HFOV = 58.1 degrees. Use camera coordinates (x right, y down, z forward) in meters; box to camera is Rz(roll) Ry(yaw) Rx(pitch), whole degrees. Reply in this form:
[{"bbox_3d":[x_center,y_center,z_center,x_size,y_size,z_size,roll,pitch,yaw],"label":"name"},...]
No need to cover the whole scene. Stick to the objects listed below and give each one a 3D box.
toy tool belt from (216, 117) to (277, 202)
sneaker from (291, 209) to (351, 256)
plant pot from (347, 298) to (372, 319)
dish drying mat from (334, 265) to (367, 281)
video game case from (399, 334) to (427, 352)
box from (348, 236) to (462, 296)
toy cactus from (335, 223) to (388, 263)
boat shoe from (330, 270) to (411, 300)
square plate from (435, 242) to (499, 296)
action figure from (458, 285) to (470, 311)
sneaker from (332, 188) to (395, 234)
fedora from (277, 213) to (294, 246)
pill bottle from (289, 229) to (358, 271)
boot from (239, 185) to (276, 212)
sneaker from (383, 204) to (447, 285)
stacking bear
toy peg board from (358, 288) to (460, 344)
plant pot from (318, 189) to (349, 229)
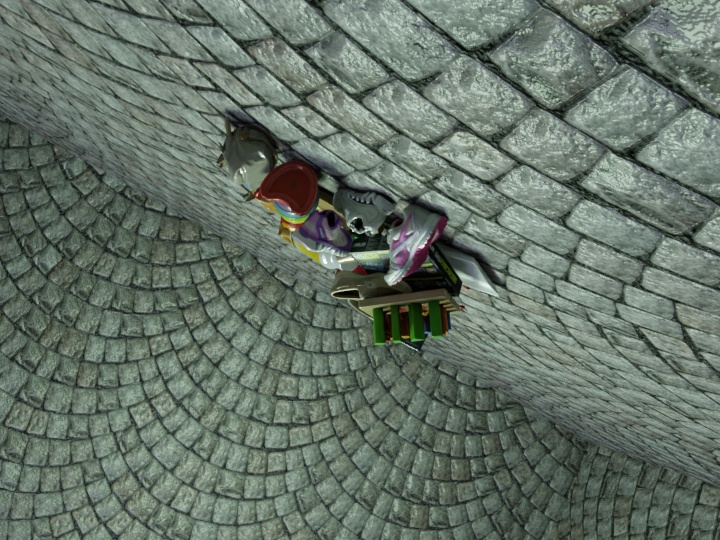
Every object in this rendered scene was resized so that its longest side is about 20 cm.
[{"bbox_3d":[-0.245,-0.244,1.398,0.124,0.124,0.200,58,173,12],"label":"toy tool belt"},{"bbox_3d":[-0.066,-0.088,1.420,0.080,0.089,0.199,35,-167,23],"label":"sneaker"},{"bbox_3d":[0.091,0.049,1.721,0.198,0.175,0.200,27,168,6],"label":"plant pot"},{"bbox_3d":[0.000,0.000,1.701,0.018,0.077,0.199,36,162,-30],"label":"dish drying mat"},{"bbox_3d":[0.146,0.108,1.810,0.142,0.202,0.019,24,165,21],"label":"video game case"},{"bbox_3d":[0.103,-0.007,1.458,0.198,0.048,0.193,-3,142,37],"label":"box"},{"bbox_3d":[0.017,-0.046,1.564,0.163,0.103,0.200,-18,137,26],"label":"toy cactus"},{"bbox_3d":[0.023,0.046,1.489,0.198,0.066,0.072,7,151,28],"label":"boat shoe"},{"bbox_3d":[0.212,-0.015,1.493,0.198,0.029,0.198,22,168,35],"label":"square plate"},{"bbox_3d":[0.241,0.060,1.647,0.098,0.066,0.200,22,-176,4],"label":"action figure"},{"bbox_3d":[-0.010,-0.125,1.389,0.075,0.082,0.199,31,172,-31],"label":"sneaker"},{"bbox_3d":[-0.185,-0.118,1.915,0.199,0.083,0.201,28,171,5],"label":"fedora"},{"bbox_3d":[-0.089,-0.073,1.717,0.199,0.113,0.112,32,176,38],"label":"pill bottle"},{"bbox_3d":[-0.253,-0.198,1.716,0.199,0.072,0.144,27,169,-23],"label":"boot"},{"bbox_3d":[0.093,-0.055,1.302,0.088,0.201,0.081,42,-142,15],"label":"sneaker"},{"bbox_3d":[-0.145,-0.151,1.458,0.120,0.115,0.200,26,162,6],"label":"stacking bear"},{"bbox_3d":[0.119,0.122,1.483,0.197,0.099,0.199,-8,163,16],"label":"toy peg board"},{"bbox_3d":[-0.097,-0.163,1.598,0.198,0.028,0.200,27,172,4],"label":"plant pot"}]
